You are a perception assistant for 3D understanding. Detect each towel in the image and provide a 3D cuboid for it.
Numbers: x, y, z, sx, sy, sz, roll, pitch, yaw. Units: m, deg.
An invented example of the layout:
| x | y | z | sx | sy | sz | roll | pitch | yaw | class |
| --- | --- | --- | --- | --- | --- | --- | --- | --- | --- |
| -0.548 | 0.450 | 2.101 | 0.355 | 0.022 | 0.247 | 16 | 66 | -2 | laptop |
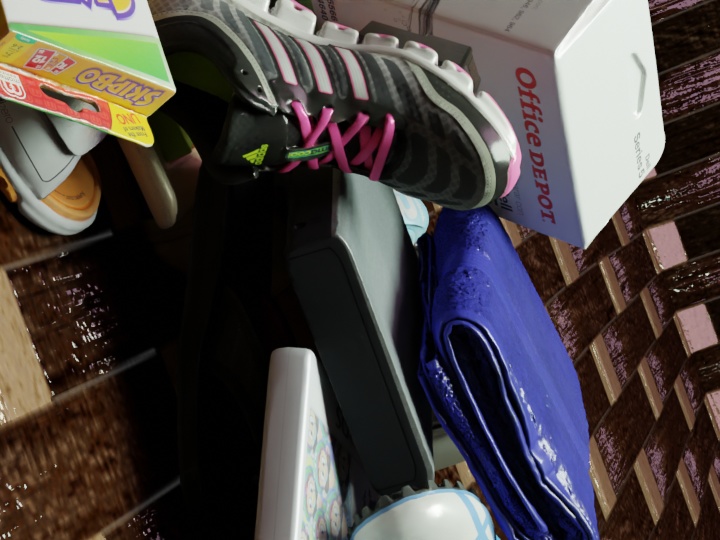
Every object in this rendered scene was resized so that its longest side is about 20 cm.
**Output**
| x | y | z | sx | sy | sz | roll | pitch | yaw | class |
| --- | --- | --- | --- | --- | --- | --- | --- | --- | --- |
| 0.070 | 0.055 | 1.159 | 0.148 | 0.050 | 0.200 | 63 | 12 | -16 | towel |

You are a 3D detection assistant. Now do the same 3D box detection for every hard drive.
| x | y | z | sx | sy | sz | roll | pitch | yaw | class |
| --- | --- | --- | --- | --- | --- | --- | --- | --- | --- |
| 0.000 | 0.000 | 1.131 | 0.200 | 0.033 | 0.140 | -91 | 162 | -62 | hard drive |

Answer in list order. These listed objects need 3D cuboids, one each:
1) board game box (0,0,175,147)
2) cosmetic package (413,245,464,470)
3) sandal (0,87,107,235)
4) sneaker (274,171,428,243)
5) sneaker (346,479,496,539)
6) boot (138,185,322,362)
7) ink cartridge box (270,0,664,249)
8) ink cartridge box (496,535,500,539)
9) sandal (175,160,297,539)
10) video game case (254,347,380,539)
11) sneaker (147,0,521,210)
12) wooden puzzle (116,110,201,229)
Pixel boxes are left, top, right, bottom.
| x | y | z | sx | sy | sz | roll | pitch | yaw | class |
| --- | --- | --- | --- | --- | --- | --- | --- | --- | --- |
| -0.140 | -0.147 | 0.985 | 0.095 | 0.030 | 0.200 | 17 | 47 | -47 | board game box |
| 0.031 | 0.058 | 1.342 | 0.200 | 0.073 | 0.104 | 78 | -6 | -77 | cosmetic package |
| -0.150 | -0.098 | 0.993 | 0.079 | 0.059 | 0.207 | -94 | 160 | -47 | sandal |
| -0.004 | -0.034 | 1.322 | 0.200 | 0.082 | 0.074 | 87 | -21 | -76 | sneaker |
| 0.043 | 0.166 | 1.102 | 0.200 | 0.072 | 0.073 | 71 | -4 | -52 | sneaker |
| -0.040 | 0.054 | 1.197 | 0.175 | 0.066 | 0.200 | -11 | 83 | -76 | boot |
| 0.051 | -0.115 | 1.223 | 0.084 | 0.200 | 0.146 | -50 | 145 | -28 | ink cartridge box |
| 0.102 | 0.254 | 1.349 | 0.200 | 0.067 | 0.116 | 48 | 20 | -18 | ink cartridge box |
| -0.053 | 0.038 | 1.087 | 0.075 | 0.048 | 0.201 | 0 | 93 | -69 | sandal |
| -0.015 | 0.159 | 1.080 | 0.182 | 0.024 | 0.200 | 56 | 35 | -64 | video game case |
| -0.028 | -0.069 | 1.031 | 0.087 | 0.200 | 0.074 | -60 | 174 | -40 | sneaker |
| -0.092 | -0.135 | 1.131 | 0.185 | 0.037 | 0.200 | 65 | 24 | -12 | wooden puzzle |
